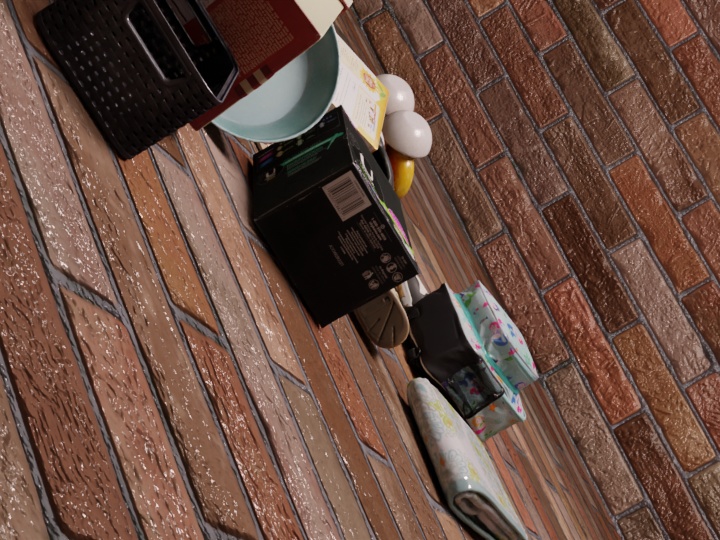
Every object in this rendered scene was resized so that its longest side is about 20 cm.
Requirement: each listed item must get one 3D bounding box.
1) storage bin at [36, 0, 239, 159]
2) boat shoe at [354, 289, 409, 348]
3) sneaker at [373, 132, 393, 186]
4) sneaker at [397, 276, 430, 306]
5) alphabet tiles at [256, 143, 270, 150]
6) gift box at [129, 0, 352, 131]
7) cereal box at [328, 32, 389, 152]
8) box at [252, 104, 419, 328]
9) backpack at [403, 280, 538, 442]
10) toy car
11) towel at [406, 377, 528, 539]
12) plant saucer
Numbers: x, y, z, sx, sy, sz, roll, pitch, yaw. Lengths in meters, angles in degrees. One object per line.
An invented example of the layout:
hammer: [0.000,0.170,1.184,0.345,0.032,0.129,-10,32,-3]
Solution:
storage bin: [-0.181,-0.189,1.233,0.136,0.093,0.200,58,8,-14]
boat shoe: [0.000,0.000,1.765,0.201,0.072,0.065,64,0,3]
sneaker: [0.013,-0.103,2.021,0.085,0.074,0.202,-109,-173,-72]
sneaker: [0.127,0.078,2.170,0.201,0.087,0.076,60,10,4]
alphabet tiles: [-0.102,-0.225,1.838,0.199,0.008,0.168,-12,74,-59]
gift box: [-0.140,-0.261,1.415,0.185,0.199,0.187,57,20,-14]
cereal box: [-0.045,-0.254,1.902,0.200,0.039,0.145,45,33,-23]
box: [-0.030,-0.063,1.592,0.149,0.124,0.200,58,8,-22]
backpack: [0.158,0.128,2.028,0.201,0.149,0.178,60,6,-36]
toy car: [0.001,-0.190,2.181,0.149,0.176,0.201,10,39,-29]
towel: [0.125,0.241,1.781,0.200,0.048,0.172,51,10,-49]
plant saucer: [-0.116,-0.231,1.572,0.201,0.199,0.036,59,-28,-7]
